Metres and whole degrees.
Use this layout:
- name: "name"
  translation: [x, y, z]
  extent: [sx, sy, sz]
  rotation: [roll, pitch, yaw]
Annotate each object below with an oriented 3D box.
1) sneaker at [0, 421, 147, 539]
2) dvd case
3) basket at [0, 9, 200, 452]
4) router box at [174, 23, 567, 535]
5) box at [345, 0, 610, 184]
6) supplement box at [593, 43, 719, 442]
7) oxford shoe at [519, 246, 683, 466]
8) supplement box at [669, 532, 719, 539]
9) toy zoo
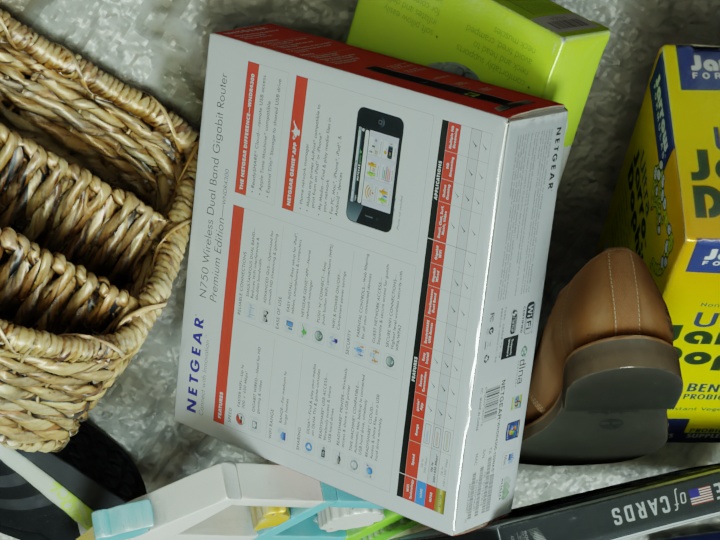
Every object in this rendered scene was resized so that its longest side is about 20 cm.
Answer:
- name: "sneaker"
  translation: [-0.198, 0.097, 1.308]
  extent: [0.083, 0.072, 0.200]
  rotation: [-40, 115, 17]
- name: "dvd case"
  translation: [0.127, 0.121, 1.272]
  extent: [0.199, 0.150, 0.025]
  rotation: [-12, 85, -23]
- name: "basket"
  translation: [-0.184, -0.027, 1.201]
  extent: [0.199, 0.143, 0.149]
  rotation: [32, 112, -21]
- name: "router box"
  translation: [0.000, 0.000, 1.196]
  extent: [0.049, 0.179, 0.201]
  rotation: [-14, 118, -50]
- name: "box"
  translation: [0.035, -0.046, 1.221]
  extent: [0.048, 0.122, 0.201]
  rotation: [-13, 127, -50]
- name: "supplement box"
  translation: [0.183, -0.007, 1.220]
  extent: [0.108, 0.110, 0.200]
  rotation: [0, 149, -5]
- name: "oxford shoe"
  translation: [0.111, 0.046, 1.188]
  extent: [0.071, 0.072, 0.200]
  rotation: [0, 159, -9]
- name: "supplement box"
  translation: [0.225, 0.238, 1.346]
  extent: [0.109, 0.200, 0.109]
  rotation: [-7, 120, -1]
- name: "toy zoo"
  translation: [-0.054, 0.128, 1.285]
  extent: [0.199, 0.021, 0.131]
  rotation: [6, 155, -40]
